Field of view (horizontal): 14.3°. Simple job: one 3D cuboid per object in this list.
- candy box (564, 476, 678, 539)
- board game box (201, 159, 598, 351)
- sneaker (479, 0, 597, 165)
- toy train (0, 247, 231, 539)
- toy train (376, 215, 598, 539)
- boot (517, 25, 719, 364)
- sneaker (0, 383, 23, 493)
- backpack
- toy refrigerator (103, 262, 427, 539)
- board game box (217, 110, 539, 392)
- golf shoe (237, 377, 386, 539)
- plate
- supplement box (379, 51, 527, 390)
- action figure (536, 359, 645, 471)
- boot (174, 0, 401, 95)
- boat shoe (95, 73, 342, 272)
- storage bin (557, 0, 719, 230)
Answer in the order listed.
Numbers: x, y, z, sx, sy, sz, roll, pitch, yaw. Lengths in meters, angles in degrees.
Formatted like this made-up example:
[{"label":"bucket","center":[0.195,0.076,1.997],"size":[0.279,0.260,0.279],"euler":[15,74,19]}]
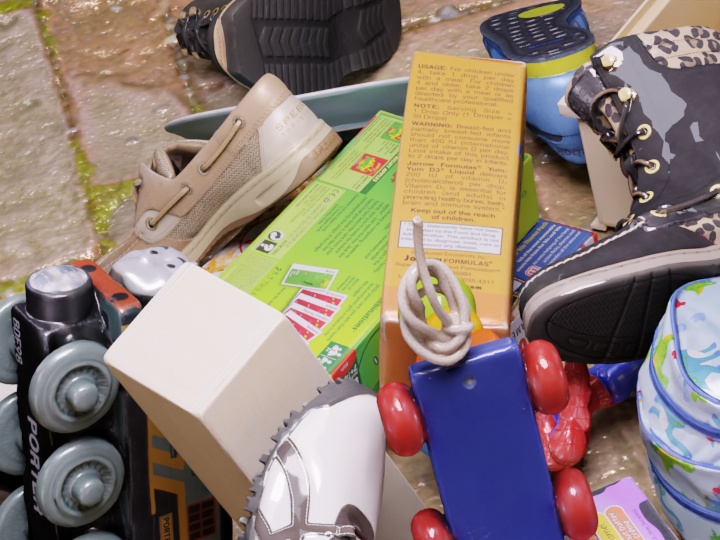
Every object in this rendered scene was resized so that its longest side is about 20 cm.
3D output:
[{"label":"candy box","center":[0.074,0.201,1.297],"size":[0.199,0.072,0.168],"euler":[-21,36,-9]},{"label":"board game box","center":[0.013,0.015,1.585],"size":[0.199,0.047,0.151],"euler":[17,47,36]},{"label":"sneaker","center":[0.115,-0.113,1.715],"size":[0.066,0.079,0.200],"euler":[-16,17,2]},{"label":"toy train","center":[-0.122,0.083,1.414],"size":[0.113,0.201,0.085],"euler":[-17,31,-29]},{"label":"toy train","center":[0.043,0.035,1.305],"size":[0.084,0.201,0.116],"euler":[-16,29,-2]},{"label":"boot","center":[0.146,-0.042,1.457],"size":[0.199,0.073,0.151],"euler":[-19,56,-16]},{"label":"sneaker","center":[-0.139,0.097,1.523],"size":[0.199,0.075,0.085],"euler":[-7,73,-16]},{"label":"backpack","center":[0.233,0.066,1.380],"size":[0.199,0.154,0.164],"euler":[-17,41,18]},{"label":"toy refrigerator","center":[-0.034,0.087,1.367],"size":[0.076,0.200,0.070],"euler":[27,70,43]},{"label":"board game box","center":[0.000,0.000,1.523],"size":[0.101,0.048,0.200],"euler":[18,47,30]},{"label":"golf shoe","center":[-0.011,0.143,1.269],"size":[0.094,0.078,0.201],"euler":[4,63,34]},{"label":"plate","center":[-0.016,-0.090,1.685],"size":[0.199,0.026,0.200],"euler":[-9,1,0]},{"label":"supplement box","center":[0.049,-0.023,1.455],"size":[0.068,0.067,0.201],"euler":[2,45,2]},{"label":"action figure","center":[0.118,0.033,1.483],"size":[0.200,0.099,0.065],"euler":[-39,7,-27]},{"label":"boot","center":[-0.078,-0.143,1.777],"size":[0.137,0.078,0.200],"euler":[1,6,28]},{"label":"boat shoe","center":[-0.093,-0.046,1.617],"size":[0.200,0.065,0.071],"euler":[-35,10,38]},{"label":"storage bin","center":[0.251,-0.097,1.611],"size":[0.199,0.094,0.199],"euler":[12,44,32]}]
